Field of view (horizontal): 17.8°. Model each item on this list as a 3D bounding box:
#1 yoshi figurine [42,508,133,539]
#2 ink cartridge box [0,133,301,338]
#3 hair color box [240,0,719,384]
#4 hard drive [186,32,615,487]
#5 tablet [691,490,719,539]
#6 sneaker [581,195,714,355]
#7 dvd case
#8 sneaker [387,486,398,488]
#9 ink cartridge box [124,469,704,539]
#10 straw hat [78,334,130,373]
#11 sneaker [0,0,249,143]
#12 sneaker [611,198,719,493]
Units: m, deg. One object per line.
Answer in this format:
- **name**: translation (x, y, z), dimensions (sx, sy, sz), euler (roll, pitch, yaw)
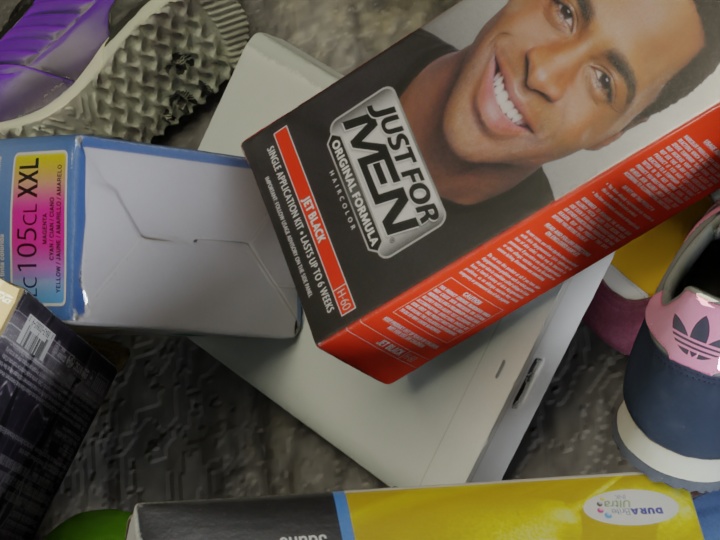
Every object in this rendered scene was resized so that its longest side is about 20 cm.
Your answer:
- **yoshi figurine**: translation (-0.094, 0.168, 0.866), dimensions (0.112, 0.112, 0.200), euler (-37, 42, 13)
- **ink cartridge box**: translation (-0.143, -0.011, 0.960), dimensions (0.200, 0.136, 0.076), euler (-2, 85, 38)
- **hair color box**: translation (0.062, -0.052, 0.866), dimensions (0.200, 0.061, 0.102), euler (-32, 59, 17)
- **hard drive**: translation (0.000, 0.000, 0.954), dimensions (0.200, 0.026, 0.132), euler (33, 103, 36)
- **tablet**: translation (0.168, 0.118, 0.807), dimensions (0.200, 0.014, 0.130), euler (-22, 52, -8)
- **sneaker**: translation (0.093, -0.056, 0.931), dimensions (0.075, 0.090, 0.200), euler (-24, 53, 11)
- **dvd case**: translation (-0.153, 0.108, 0.829), dimensions (0.016, 0.149, 0.200), euler (24, 81, 11)
- **sneaker**: translation (0.057, 0.158, 0.843), dimensions (0.087, 0.075, 0.200), euler (-12, 49, -13)
- **ink cartridge box**: translation (0.032, 0.158, 0.735), dimensions (0.197, 0.047, 0.200), euler (-2, 47, -13)
- **straw hat**: translation (-0.191, 0.090, 0.978), dimensions (0.201, 0.201, 0.085), euler (-3, 101, 24)
- **sneaker**: translation (-0.151, -0.086, 1.089), dimensions (0.200, 0.070, 0.100), euler (-33, 45, 0)
- **sneaker**: translation (0.155, -0.007, 0.839), dimensions (0.070, 0.082, 0.200), euler (21, 43, 13)
